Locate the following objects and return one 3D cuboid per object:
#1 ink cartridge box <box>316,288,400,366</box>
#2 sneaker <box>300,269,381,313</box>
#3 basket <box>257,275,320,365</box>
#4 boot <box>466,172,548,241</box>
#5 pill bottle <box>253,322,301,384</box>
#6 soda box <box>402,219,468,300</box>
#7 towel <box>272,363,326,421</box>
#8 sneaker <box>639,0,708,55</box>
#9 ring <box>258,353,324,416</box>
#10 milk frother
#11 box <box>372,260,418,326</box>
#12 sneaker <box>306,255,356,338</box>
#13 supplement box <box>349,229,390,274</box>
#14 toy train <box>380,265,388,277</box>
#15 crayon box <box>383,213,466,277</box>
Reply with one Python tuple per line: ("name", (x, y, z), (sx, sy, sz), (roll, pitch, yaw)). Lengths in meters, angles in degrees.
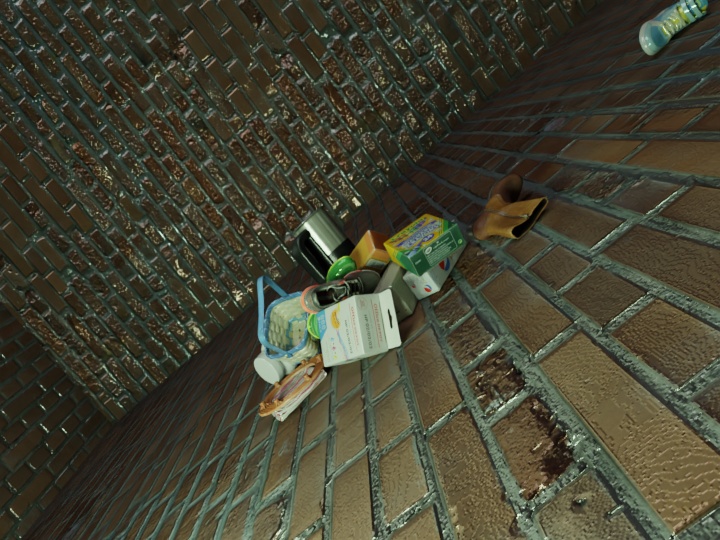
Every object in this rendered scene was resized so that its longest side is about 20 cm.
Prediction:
("ink cartridge box", (-0.008, 0.118, 1.234), (0.066, 0.119, 0.198), (-3, -15, -35))
("sneaker", (-0.030, 0.049, 1.327), (0.195, 0.079, 0.081), (-19, 1, -25))
("basket", (-0.183, 0.125, 1.470), (0.136, 0.199, 0.181), (-23, 54, 25))
("boot", (0.321, -0.142, 1.271), (0.188, 0.069, 0.199), (-43, 11, -13))
("pill bottle", (-0.191, 0.198, 1.614), (0.111, 0.113, 0.201), (-28, 17, 48))
("soda box", (0.171, -0.026, 1.356), (0.067, 0.064, 0.201), (-30, 15, 43))
("towel", (-0.159, 0.275, 1.415), (0.146, 0.030, 0.199), (-44, 10, -17))
("sneaker", (0.794, -0.633, 1.533), (0.200, 0.080, 0.130), (-47, 11, -26))
("ring", (-0.156, 0.252, 1.376), (0.198, 0.019, 0.201), (-37, 8, 6))
("milk frother", (-0.061, -0.080, 1.580), (0.199, 0.189, 0.181), (-40, 3, 24))
("box", (0.090, 0.033, 1.361), (0.068, 0.083, 0.201), (-35, 10, 29))
("sneaker", (-0.053, 0.067, 1.402), (0.083, 0.073, 0.205), (31, 98, 56))
("supplement box", (0.000, 0.000, 1.476), (0.201, 0.067, 0.068), (-51, 41, 33))
("toy train", (0.064, -0.010, 1.539), (0.198, 0.034, 0.046), (-39, -1, 17))
("crayon box", (0.129, -0.061, 1.312), (0.124, 0.052, 0.200), (-34, 18, -7))
